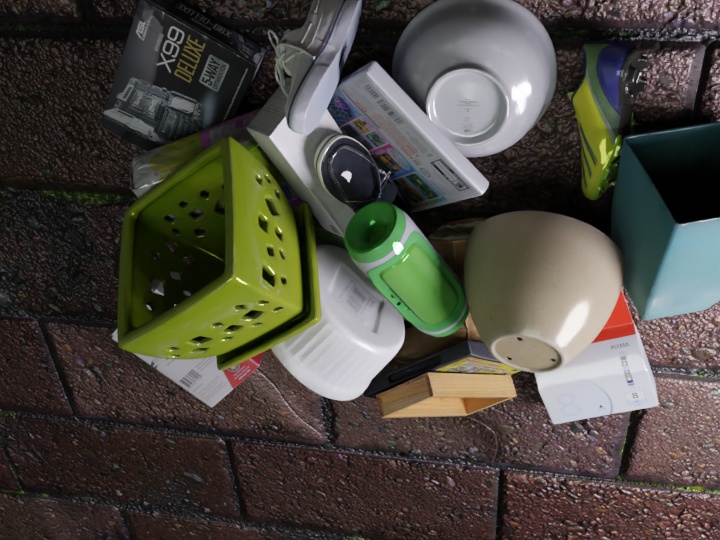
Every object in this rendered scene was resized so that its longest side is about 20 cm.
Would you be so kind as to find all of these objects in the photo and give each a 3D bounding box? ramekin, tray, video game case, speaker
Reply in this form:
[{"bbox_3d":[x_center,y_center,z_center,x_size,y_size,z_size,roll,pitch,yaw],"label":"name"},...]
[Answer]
[{"bbox_3d":[-0.033,0.062,1.105,0.200,0.201,0.098,39,119,-16],"label":"ramekin"},{"bbox_3d":[0.125,0.177,1.173,0.098,0.038,0.198,-30,153,37],"label":"tray"},{"bbox_3d":[0.037,-0.152,1.000,0.200,0.024,0.181,43,159,-19],"label":"video game case"},{"bbox_3d":[0.128,0.150,1.191,0.179,0.026,0.199,-26,156,29],"label":"video game case"},{"bbox_3d":[0.061,0.003,1.017,0.087,0.089,0.200,-18,138,25],"label":"speaker"}]

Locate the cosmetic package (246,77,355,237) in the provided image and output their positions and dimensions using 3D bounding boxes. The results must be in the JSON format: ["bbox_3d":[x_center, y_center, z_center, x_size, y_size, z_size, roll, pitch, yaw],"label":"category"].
[{"bbox_3d":[-0.053,-0.134,1.015,0.050,0.083,0.200,26,162,40],"label":"cosmetic package"}]

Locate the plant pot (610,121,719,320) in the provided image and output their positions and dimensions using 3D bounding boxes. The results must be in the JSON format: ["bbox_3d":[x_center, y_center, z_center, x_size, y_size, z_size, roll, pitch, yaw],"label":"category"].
[{"bbox_3d":[0.378,-0.044,0.967,0.139,0.143,0.202,-9,139,-6],"label":"plant pot"}]

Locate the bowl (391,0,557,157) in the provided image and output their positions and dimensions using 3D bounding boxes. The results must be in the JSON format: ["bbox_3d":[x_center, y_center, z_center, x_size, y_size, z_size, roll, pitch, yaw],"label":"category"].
[{"bbox_3d":[0.126,-0.207,0.952,0.198,0.091,0.203,7,128,9],"label":"bowl"}]

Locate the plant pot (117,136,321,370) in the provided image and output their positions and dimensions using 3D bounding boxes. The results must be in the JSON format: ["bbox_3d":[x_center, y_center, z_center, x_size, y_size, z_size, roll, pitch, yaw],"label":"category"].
[{"bbox_3d":[-0.158,-0.002,0.986,0.198,0.201,0.181,-27,143,28],"label":"plant pot"}]

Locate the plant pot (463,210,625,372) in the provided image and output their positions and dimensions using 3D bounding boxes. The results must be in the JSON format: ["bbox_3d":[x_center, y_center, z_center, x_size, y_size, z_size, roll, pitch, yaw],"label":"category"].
[{"bbox_3d":[0.211,0.043,1.000,0.197,0.136,0.201,14,150,8],"label":"plant pot"}]

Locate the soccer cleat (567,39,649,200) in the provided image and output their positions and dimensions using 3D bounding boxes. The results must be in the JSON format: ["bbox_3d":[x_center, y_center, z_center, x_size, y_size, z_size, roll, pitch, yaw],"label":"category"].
[{"bbox_3d":[0.280,-0.176,0.968,0.083,0.065,0.202,29,140,30],"label":"soccer cleat"}]

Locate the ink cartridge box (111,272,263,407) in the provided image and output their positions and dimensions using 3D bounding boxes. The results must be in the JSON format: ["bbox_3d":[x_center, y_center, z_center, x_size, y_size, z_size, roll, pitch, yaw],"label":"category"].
[{"bbox_3d":[-0.263,0.100,1.287,0.199,0.083,0.146,39,125,-17],"label":"ink cartridge box"}]

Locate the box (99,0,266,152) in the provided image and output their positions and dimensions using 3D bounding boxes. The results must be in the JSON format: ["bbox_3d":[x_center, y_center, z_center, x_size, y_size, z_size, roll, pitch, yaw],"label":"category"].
[{"bbox_3d":[-0.228,-0.231,1.046,0.156,0.050,0.201,28,129,-9],"label":"box"}]

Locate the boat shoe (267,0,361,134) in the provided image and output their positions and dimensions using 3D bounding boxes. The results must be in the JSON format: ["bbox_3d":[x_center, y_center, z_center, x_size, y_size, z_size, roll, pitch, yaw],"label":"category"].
[{"bbox_3d":[-0.064,-0.238,0.908,0.085,0.204,0.075,16,151,4],"label":"boat shoe"}]

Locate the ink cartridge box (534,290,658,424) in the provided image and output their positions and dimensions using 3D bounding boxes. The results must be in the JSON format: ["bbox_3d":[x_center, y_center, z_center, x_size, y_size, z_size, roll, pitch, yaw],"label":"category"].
[{"bbox_3d":[0.325,0.128,1.185,0.158,0.048,0.201,-15,124,24],"label":"ink cartridge box"}]

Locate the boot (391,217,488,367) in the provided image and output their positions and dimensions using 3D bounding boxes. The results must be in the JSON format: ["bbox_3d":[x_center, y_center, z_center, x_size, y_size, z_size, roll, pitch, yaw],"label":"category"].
[{"bbox_3d":[0.111,0.032,1.147,0.172,0.066,0.202,-14,127,-4],"label":"boot"}]

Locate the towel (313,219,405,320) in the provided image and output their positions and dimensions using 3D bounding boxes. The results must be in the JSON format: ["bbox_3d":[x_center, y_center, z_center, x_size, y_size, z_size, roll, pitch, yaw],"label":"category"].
[{"bbox_3d":[0.000,0.000,1.186,0.197,0.024,0.154,9,129,5],"label":"towel"}]

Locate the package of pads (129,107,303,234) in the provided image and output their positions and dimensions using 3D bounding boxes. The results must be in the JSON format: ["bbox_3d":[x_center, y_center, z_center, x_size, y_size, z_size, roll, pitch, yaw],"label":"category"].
[{"bbox_3d":[-0.178,-0.110,1.063,0.197,0.069,0.155,-20,140,6],"label":"package of pads"}]

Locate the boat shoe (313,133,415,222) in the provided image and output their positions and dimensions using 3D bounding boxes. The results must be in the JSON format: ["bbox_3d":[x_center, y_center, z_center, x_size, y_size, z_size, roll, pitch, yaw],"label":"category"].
[{"bbox_3d":[0.011,-0.096,1.017,0.062,0.075,0.200,29,167,42],"label":"boat shoe"}]
